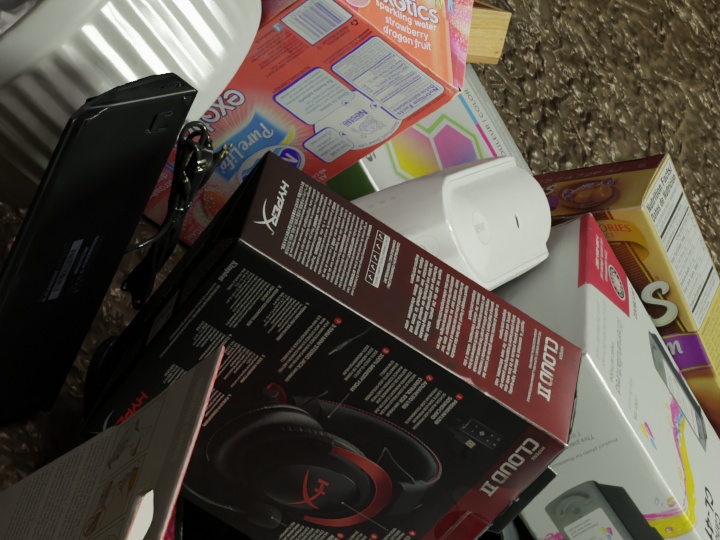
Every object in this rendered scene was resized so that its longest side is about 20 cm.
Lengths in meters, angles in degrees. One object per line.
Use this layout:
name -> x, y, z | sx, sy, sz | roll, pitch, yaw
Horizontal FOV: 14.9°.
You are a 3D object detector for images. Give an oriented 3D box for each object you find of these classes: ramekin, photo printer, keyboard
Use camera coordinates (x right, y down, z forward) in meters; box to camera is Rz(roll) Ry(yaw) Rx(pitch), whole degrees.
ramekin -> -0.141, -0.122, 1.341 | 0.105, 0.200, 0.201 | 48, 38, -28
photo printer -> 0.000, 0.000, 1.388 | 0.070, 0.166, 0.200 | 69, 17, -1
keyboard -> -0.126, -0.010, 1.283 | 0.021, 0.200, 0.127 | 44, 34, 24

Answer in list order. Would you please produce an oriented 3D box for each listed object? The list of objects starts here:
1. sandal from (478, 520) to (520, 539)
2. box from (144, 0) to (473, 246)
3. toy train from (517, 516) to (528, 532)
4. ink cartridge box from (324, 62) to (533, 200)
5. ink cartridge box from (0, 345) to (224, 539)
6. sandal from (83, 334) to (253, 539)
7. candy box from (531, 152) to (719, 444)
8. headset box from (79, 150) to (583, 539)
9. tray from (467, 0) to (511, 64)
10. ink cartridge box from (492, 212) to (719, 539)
sandal -> 0.069, 0.135, 1.458 | 0.200, 0.043, 0.076 | 57, 18, -32
box -> -0.045, -0.105, 1.425 | 0.103, 0.200, 0.095 | 35, 43, -26
toy train -> 0.117, 0.146, 1.576 | 0.200, 0.034, 0.046 | 53, 26, -6
ink cartridge box -> 0.020, -0.038, 1.569 | 0.200, 0.059, 0.104 | -30, 90, -52
ink cartridge box -> -0.122, 0.149, 1.184 | 0.045, 0.176, 0.200 | 40, 41, -22
sandal -> -0.078, 0.124, 1.327 | 0.075, 0.045, 0.201 | -15, 88, -43
candy box -> 0.151, 0.035, 1.569 | 0.200, 0.116, 0.057 | 64, 36, -26
headset box -> -0.004, 0.062, 1.269 | 0.200, 0.149, 0.075 | 32, 36, -12
tray -> -0.016, -0.152, 1.581 | 0.200, 0.098, 0.037 | -1, 110, -48
ink cartridge box -> 0.132, 0.093, 1.479 | 0.200, 0.085, 0.148 | 56, 20, -25
